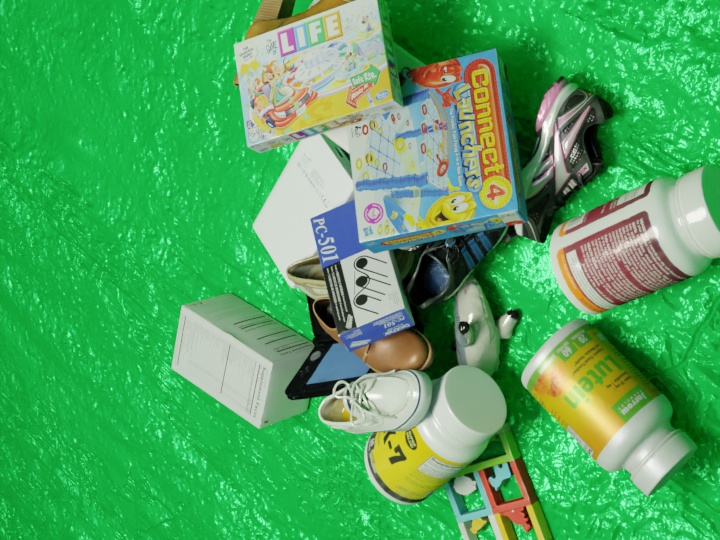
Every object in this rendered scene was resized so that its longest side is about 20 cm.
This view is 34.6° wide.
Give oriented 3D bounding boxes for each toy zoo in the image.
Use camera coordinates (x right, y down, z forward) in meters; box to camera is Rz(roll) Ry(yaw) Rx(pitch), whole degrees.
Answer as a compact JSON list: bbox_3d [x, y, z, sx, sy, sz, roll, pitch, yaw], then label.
[{"bbox_3d":[0.180,0.315,1.542,0.130,0.020,0.202,-26,83,40],"label":"toy zoo"}]

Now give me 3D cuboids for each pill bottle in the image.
[{"bbox_3d":[0.320,-0.035,1.288,0.199,0.113,0.116,-26,83,41],"label":"pill bottle"},{"bbox_3d":[0.293,0.162,1.354,0.200,0.110,0.112,46,125,22],"label":"pill bottle"},{"bbox_3d":[0.096,0.210,1.484,0.115,0.113,0.200,56,137,15],"label":"pill bottle"}]

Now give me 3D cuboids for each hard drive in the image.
[{"bbox_3d":[-0.077,-0.093,1.651,0.133,0.025,0.201,55,128,30],"label":"hard drive"}]

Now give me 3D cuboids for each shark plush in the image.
[{"bbox_3d":[0.150,0.106,1.518,0.083,0.090,0.202,41,146,48],"label":"shark plush"}]

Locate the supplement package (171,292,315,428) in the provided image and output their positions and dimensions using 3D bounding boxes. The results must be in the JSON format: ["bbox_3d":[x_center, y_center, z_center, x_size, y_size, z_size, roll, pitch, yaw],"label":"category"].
[{"bbox_3d":[-0.174,0.133,1.739,0.199,0.109,0.115,29,117,32],"label":"supplement package"}]

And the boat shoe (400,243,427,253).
[{"bbox_3d":[0.052,-0.111,1.525,0.074,0.066,0.201,-27,62,15],"label":"boat shoe"}]

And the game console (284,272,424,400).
[{"bbox_3d":[-0.023,0.074,1.602,0.198,0.176,0.117,-13,120,41],"label":"game console"}]

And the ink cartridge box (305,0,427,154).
[{"bbox_3d":[-0.013,-0.243,1.506,0.200,0.084,0.146,40,94,26],"label":"ink cartridge box"}]

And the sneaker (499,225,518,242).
[{"bbox_3d":[0.145,-0.138,1.452,0.103,0.060,0.203,4,106,38],"label":"sneaker"}]

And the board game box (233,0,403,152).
[{"bbox_3d":[-0.053,-0.235,1.389,0.198,0.034,0.137,-15,76,23],"label":"board game box"}]

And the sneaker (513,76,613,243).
[{"bbox_3d":[0.240,-0.119,1.364,0.086,0.080,0.203,23,119,23],"label":"sneaker"}]

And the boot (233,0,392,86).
[{"bbox_3d":[-0.062,-0.272,1.456,0.199,0.071,0.146,14,87,29],"label":"boot"}]

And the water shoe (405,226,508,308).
[{"bbox_3d":[0.123,-0.030,1.418,0.071,0.079,0.201,36,123,14],"label":"water shoe"}]

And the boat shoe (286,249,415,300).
[{"bbox_3d":[-0.014,-0.006,1.575,0.199,0.063,0.074,-11,61,41],"label":"boat shoe"}]

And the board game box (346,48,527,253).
[{"bbox_3d":[0.086,-0.139,1.366,0.193,0.056,0.203,-11,75,18],"label":"board game box"}]

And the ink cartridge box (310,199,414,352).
[{"bbox_3d":[0.000,0.000,1.492,0.093,0.044,0.202,-22,50,9],"label":"ink cartridge box"}]

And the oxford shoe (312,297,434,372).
[{"bbox_3d":[0.010,0.085,1.499,0.199,0.071,0.072,21,79,41],"label":"oxford shoe"}]

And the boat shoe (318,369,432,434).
[{"bbox_3d":[0.006,0.164,1.455,0.201,0.085,0.076,-21,63,56],"label":"boat shoe"}]
